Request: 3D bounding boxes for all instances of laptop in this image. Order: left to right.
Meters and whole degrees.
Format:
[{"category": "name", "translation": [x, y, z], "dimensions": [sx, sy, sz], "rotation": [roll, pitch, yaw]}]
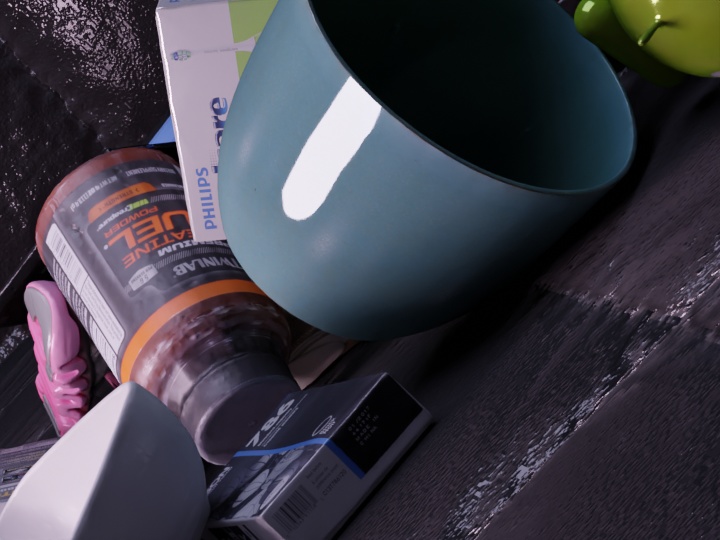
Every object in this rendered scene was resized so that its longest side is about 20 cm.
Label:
[{"category": "laptop", "translation": [-0.166, -0.062, 1.786], "dimensions": [0.200, 0.103, 0.177], "rotation": [-10, -32, -51]}]

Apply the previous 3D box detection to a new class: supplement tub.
[{"category": "supplement tub", "translation": [-0.109, 0.024, 1.615], "dimensions": [0.107, 0.200, 0.107], "rotation": [-22, -39, -19]}]

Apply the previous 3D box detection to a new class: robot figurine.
[{"category": "robot figurine", "translation": [0.185, -0.169, 1.351], "dimensions": [0.175, 0.116, 0.200], "rotation": [-35, 12, 28]}]

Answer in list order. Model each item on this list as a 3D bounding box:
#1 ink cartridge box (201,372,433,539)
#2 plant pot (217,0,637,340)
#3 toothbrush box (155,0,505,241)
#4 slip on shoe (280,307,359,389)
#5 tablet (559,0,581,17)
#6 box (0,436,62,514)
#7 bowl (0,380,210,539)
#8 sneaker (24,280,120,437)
[{"category": "ink cartridge box", "translation": [-0.037, 0.106, 1.387], "dimensions": [0.099, 0.039, 0.200], "rotation": [-49, 8, -18]}, {"category": "plant pot", "translation": [0.018, -0.060, 1.415], "dimensions": [0.161, 0.201, 0.201], "rotation": [-53, 3, 34]}, {"category": "toothbrush box", "translation": [-0.006, -0.106, 1.543], "dimensions": [0.200, 0.146, 0.086], "rotation": [-6, 25, 4]}, {"category": "slip on shoe", "translation": [0.000, 0.000, 1.627], "dimensions": [0.200, 0.061, 0.076], "rotation": [-39, 11, 38]}, {"category": "tablet", "translation": [0.168, -0.176, 1.663], "dimensions": [0.130, 0.014, 0.200], "rotation": [-20, -5, -30]}, {"category": "box", "translation": [-0.214, 0.147, 1.670], "dimensions": [0.200, 0.048, 0.158], "rotation": [-12, 10, -2]}, {"category": "bowl", "translation": [-0.150, 0.172, 1.373], "dimensions": [0.200, 0.075, 0.200], "rotation": [-43, 21, 53]}, {"category": "sneaker", "translation": [-0.164, 0.066, 1.772], "dimensions": [0.095, 0.079, 0.200], "rotation": [-20, -28, -15]}]
